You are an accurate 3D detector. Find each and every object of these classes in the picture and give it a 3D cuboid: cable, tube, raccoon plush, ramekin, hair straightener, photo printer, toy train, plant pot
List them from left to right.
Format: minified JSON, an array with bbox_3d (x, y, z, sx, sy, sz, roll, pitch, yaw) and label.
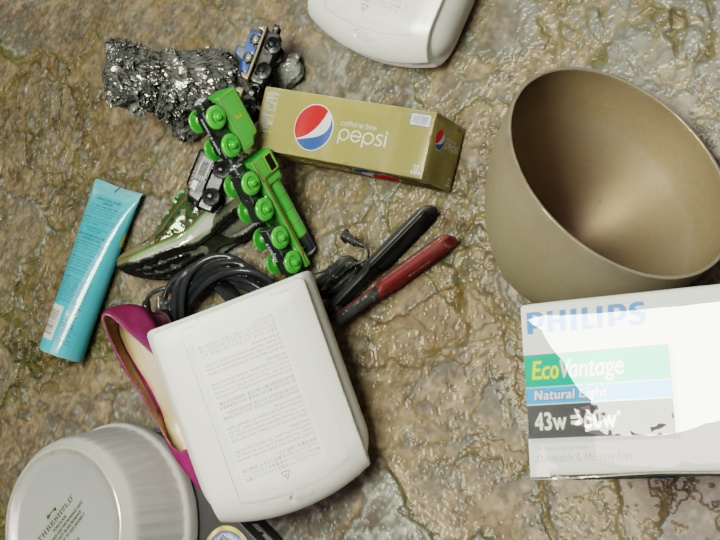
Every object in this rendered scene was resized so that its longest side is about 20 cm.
[{"bbox_3d":[-0.306,0.000,1.199,0.076,0.050,0.203,17,87,26],"label":"tube"},{"bbox_3d":[-0.265,0.255,1.058,0.199,0.094,0.206,-5,80,29],"label":"ramekin"},{"bbox_3d":[-0.175,-0.213,1.100,0.198,0.133,0.098,-25,70,24],"label":"raccoon plush"},{"bbox_3d":[-0.143,0.089,1.095,0.161,0.051,0.203,-19,77,18],"label":"cable"},{"bbox_3d":[-0.126,-0.155,1.061,0.045,0.034,0.203,20,82,8],"label":"toy train"},{"bbox_3d":[-0.100,-0.084,1.032,0.041,0.056,0.202,-2,123,46],"label":"toy train"},{"bbox_3d":[-0.088,0.123,0.988,0.164,0.069,0.203,-21,90,-1],"label":"photo printer"},{"bbox_3d":[0.000,0.000,1.032,0.199,0.041,0.078,-40,65,24],"label":"hair straightener"},{"bbox_3d":[0.044,-0.302,1.026,0.165,0.069,0.203,26,96,30],"label":"photo printer"},{"bbox_3d":[0.178,-0.042,0.862,0.202,0.198,0.135,61,145,22],"label":"plant pot"}]

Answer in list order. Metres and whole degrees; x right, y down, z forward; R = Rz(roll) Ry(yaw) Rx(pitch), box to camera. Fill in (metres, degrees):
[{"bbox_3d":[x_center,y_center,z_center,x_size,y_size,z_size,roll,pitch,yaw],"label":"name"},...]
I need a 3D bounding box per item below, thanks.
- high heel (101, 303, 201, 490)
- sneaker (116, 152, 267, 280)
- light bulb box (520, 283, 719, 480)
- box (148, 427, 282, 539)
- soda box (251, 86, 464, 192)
[{"bbox_3d":[-0.190,0.126,1.031,0.067,0.096,0.203,-24,77,19],"label":"high heel"},{"bbox_3d":[-0.175,-0.057,1.124,0.198,0.077,0.090,-27,60,17],"label":"sneaker"},{"bbox_3d":[0.242,0.088,0.782,0.195,0.199,0.127,-7,79,29],"label":"light bulb box"},{"bbox_3d":[-0.182,0.285,1.085,0.199,0.044,0.162,39,103,28],"label":"box"},{"bbox_3d":[-0.005,-0.128,1.030,0.197,0.067,0.065,15,90,30],"label":"soda box"}]
